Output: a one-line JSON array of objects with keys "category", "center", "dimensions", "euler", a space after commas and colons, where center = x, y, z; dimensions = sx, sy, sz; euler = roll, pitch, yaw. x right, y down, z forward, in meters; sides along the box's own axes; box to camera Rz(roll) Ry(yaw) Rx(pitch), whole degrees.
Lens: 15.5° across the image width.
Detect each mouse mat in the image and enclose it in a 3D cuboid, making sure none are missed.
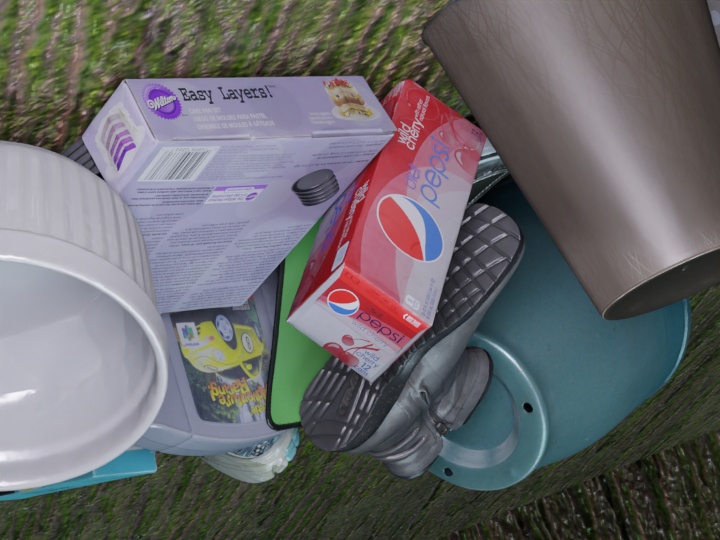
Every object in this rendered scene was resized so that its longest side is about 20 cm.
[{"category": "mouse mat", "center": [0.000, 0.000, 1.733], "dimensions": [0.008, 0.201, 0.160], "euler": [17, -164, 39]}]

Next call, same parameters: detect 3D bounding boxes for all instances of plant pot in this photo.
[{"category": "plant pot", "center": [0.113, 0.057, 1.929], "dimensions": [0.200, 0.200, 0.188], "euler": [-35, -176, 41]}]

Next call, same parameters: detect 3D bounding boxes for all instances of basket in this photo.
[{"category": "basket", "center": [0.157, -0.084, 1.578], "dimensions": [0.179, 0.201, 0.136], "euler": [-20, 167, -16]}]

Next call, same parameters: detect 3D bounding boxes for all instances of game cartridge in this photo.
[{"category": "game cartridge", "center": [-0.101, 0.051, 1.701], "dimensions": [0.041, 0.134, 0.200], "euler": [-19, 171, 33]}]

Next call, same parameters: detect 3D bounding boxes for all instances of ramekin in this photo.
[{"category": "ramekin", "center": [-0.204, 0.021, 1.447], "dimensions": [0.199, 0.105, 0.201], "euler": [-3, 138, -3]}]

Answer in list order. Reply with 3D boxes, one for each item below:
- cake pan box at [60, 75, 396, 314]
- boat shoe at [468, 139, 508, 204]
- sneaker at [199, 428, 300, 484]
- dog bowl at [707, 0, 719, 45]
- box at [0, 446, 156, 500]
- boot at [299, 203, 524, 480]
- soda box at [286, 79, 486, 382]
[{"category": "cake pan box", "center": [-0.105, -0.040, 1.559], "dimensions": [0.199, 0.052, 0.184], "euler": [-6, 147, -43]}, {"category": "boat shoe", "center": [0.039, -0.033, 1.854], "dimensions": [0.200, 0.071, 0.072], "euler": [-32, 164, 33]}, {"category": "sneaker", "center": [-0.139, 0.085, 1.912], "dimensions": [0.199, 0.078, 0.086], "euler": [12, 150, 25]}, {"category": "dog bowl", "center": [0.208, -0.122, 1.822], "dimensions": [0.199, 0.059, 0.200], "euler": [-22, 167, -5]}, {"category": "box", "center": [-0.208, 0.106, 1.769], "dimensions": [0.049, 0.083, 0.200], "euler": [-3, 172, -34]}, {"category": "boot", "center": [0.053, 0.045, 1.732], "dimensions": [0.200, 0.070, 0.131], "euler": [-48, 150, 14]}, {"category": "soda box", "center": [0.019, -0.028, 1.607], "dimensions": [0.063, 0.070, 0.200], "euler": [-45, -163, 37]}]
